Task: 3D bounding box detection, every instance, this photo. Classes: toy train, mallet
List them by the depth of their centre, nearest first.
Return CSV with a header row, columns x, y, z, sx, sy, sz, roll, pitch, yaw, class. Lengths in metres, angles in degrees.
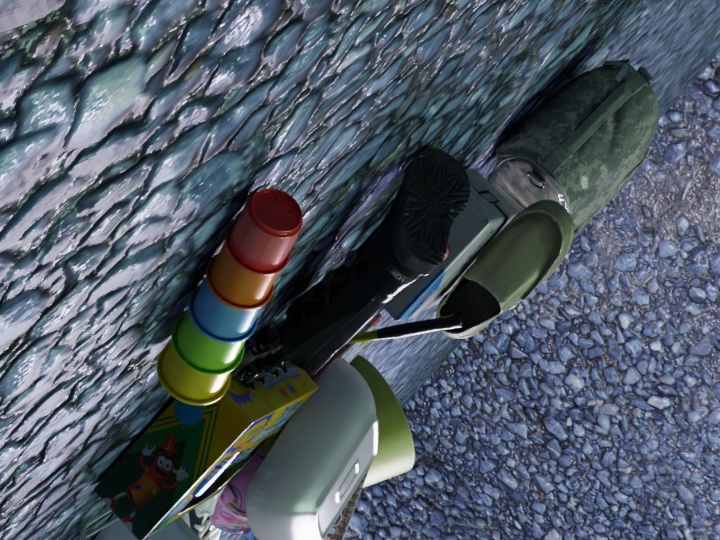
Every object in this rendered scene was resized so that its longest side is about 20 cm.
x,y,z,sx,sy,sz,roll,pitch,yaw,class
-0.083,0.078,1.210,0.034,0.046,0.200,-38,175,15,toy train
0.014,0.069,1.335,0.197,0.042,0.066,-10,-179,5,mallet

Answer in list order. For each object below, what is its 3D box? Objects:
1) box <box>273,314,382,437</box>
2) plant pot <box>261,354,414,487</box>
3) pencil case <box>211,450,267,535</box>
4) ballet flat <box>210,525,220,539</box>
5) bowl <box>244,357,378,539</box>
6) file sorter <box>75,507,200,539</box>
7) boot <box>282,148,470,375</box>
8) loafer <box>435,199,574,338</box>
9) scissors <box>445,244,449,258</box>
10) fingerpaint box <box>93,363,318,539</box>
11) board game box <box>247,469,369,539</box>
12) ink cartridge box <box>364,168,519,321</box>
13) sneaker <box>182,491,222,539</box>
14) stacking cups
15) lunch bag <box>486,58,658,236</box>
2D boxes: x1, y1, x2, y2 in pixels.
x,y,z,sx,sy,sz,roll,pitch,yaw,class
-0.056,0.124,1.559,0.200,0.040,0.137,-44,172,-8,box
-0.055,0.248,1.774,0.198,0.188,0.187,-25,164,-21,plant pot
-0.147,0.276,1.521,0.087,0.088,0.200,-41,175,-22,pencil case
-0.223,0.343,1.749,0.069,0.069,0.201,-33,161,-52,ballet flat
-0.042,0.216,1.380,0.201,0.074,0.200,-56,165,-23,bowl
-0.267,0.353,1.315,0.200,0.139,0.124,-50,167,30,file sorter
0.011,-0.008,1.166,0.200,0.065,0.165,-45,-168,40,boot
0.154,0.008,1.336,0.200,0.076,0.068,-50,176,24,loafer
0.000,0.000,1.248,0.198,0.014,0.073,-23,144,19,scissors
-0.145,0.164,1.219,0.167,0.073,0.200,-47,171,13,fingerpaint box
-0.068,0.295,1.619,0.159,0.096,0.202,-145,-105,-81,board game box
0.086,-0.033,1.355,0.146,0.084,0.200,-48,171,14,ink cartridge box
-0.183,0.309,1.392,0.199,0.130,0.079,-44,166,2,sneaker
-0.094,0.022,0.874,0.060,0.060,0.201,-37,166,-40,stacking cups
0.256,-0.142,1.466,0.200,0.139,0.168,-43,172,-18,lunch bag
